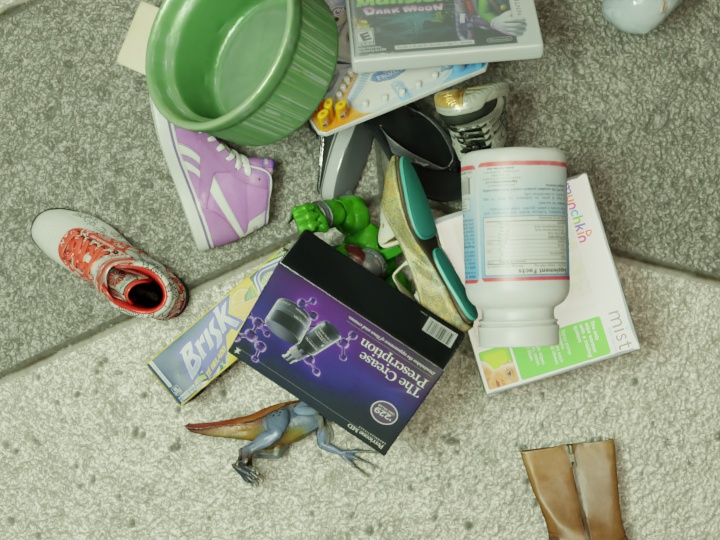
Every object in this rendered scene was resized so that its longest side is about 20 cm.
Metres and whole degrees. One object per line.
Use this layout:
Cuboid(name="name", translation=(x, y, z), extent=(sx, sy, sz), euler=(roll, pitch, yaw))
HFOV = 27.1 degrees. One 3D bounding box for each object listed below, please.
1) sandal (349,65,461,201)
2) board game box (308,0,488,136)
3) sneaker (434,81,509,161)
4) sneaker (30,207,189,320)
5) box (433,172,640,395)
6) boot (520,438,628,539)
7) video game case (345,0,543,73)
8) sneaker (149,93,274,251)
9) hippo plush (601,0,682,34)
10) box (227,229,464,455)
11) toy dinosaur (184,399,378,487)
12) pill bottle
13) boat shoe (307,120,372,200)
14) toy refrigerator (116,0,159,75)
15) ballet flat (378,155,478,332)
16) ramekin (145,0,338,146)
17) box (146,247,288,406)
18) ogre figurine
Cuboid(name="sandal", translation=(0.055, -0.147, 1.630), extent=(0.200, 0.043, 0.076), euler=(44, 75, -22))
Cuboid(name="board game box", translation=(0.005, -0.251, 1.602), extent=(0.200, 0.026, 0.200), euler=(-23, 55, -12))
Cuboid(name="sneaker", translation=(0.127, -0.152, 1.582), extent=(0.075, 0.200, 0.088), euler=(-4, 94, 14))
Cuboid(name="sneaker", translation=(-0.284, -0.011, 1.648), extent=(0.201, 0.108, 0.067), euler=(32, 91, 3))
Cuboid(name="box", translation=(0.191, 0.015, 1.631), extent=(0.176, 0.097, 0.201), euler=(-16, 88, 5))
Cuboid(name="boot", translation=(0.208, 0.295, 1.641), extent=(0.188, 0.068, 0.201), euler=(-13, 88, 3))
Cuboid(name="video game case", translation=(0.084, -0.288, 1.592), extent=(0.199, 0.023, 0.182), euler=(-5, 52, 0))
Cuboid(name="sneaker", translation=(-0.159, -0.131, 1.652), extent=(0.114, 0.073, 0.201), euler=(-19, 113, -1))
Cuboid(name="hippo plush", translation=(0.275, -0.335, 1.621), extent=(0.159, 0.200, 0.161), euler=(-16, 115, 34))
Cuboid(name="box", translation=(-0.016, 0.076, 1.550), extent=(0.200, 0.079, 0.141), euler=(33, 128, 2))
Cuboid(name="toy dinosaur", translation=(-0.067, 0.156, 1.651), extent=(0.200, 0.105, 0.182), euler=(37, 71, 15))
Cuboid(name="pill bottle", translation=(0.160, -0.023, 1.531), extent=(0.108, 0.109, 0.201), euler=(-2, 90, 3))
Cuboid(name="boat shoe", translation=(-0.024, -0.174, 1.660), extent=(0.066, 0.070, 0.201), euler=(14, 94, 22))
Cuboid(name="toy refrigerator", translation=(-0.161, -0.224, 1.665), extent=(0.200, 0.070, 0.076), euler=(23, 94, 5))
Cuboid(name="ballet flat", translation=(0.056, -0.021, 1.570), extent=(0.071, 0.071, 0.200), euler=(-24, 87, 3))
Cuboid(name="ramekin", translation=(-0.117, -0.225, 1.537), extent=(0.200, 0.098, 0.201), euler=(-13, 68, 35))
Cuboid(name="box", translation=(-0.139, 0.062, 1.659), extent=(0.200, 0.070, 0.064), euler=(-41, 87, 2))
Cuboid(name="ogre figurine", translation=(0.000, 0.000, 1.620), extent=(0.200, 0.120, 0.098), euler=(45, 127, -4))
